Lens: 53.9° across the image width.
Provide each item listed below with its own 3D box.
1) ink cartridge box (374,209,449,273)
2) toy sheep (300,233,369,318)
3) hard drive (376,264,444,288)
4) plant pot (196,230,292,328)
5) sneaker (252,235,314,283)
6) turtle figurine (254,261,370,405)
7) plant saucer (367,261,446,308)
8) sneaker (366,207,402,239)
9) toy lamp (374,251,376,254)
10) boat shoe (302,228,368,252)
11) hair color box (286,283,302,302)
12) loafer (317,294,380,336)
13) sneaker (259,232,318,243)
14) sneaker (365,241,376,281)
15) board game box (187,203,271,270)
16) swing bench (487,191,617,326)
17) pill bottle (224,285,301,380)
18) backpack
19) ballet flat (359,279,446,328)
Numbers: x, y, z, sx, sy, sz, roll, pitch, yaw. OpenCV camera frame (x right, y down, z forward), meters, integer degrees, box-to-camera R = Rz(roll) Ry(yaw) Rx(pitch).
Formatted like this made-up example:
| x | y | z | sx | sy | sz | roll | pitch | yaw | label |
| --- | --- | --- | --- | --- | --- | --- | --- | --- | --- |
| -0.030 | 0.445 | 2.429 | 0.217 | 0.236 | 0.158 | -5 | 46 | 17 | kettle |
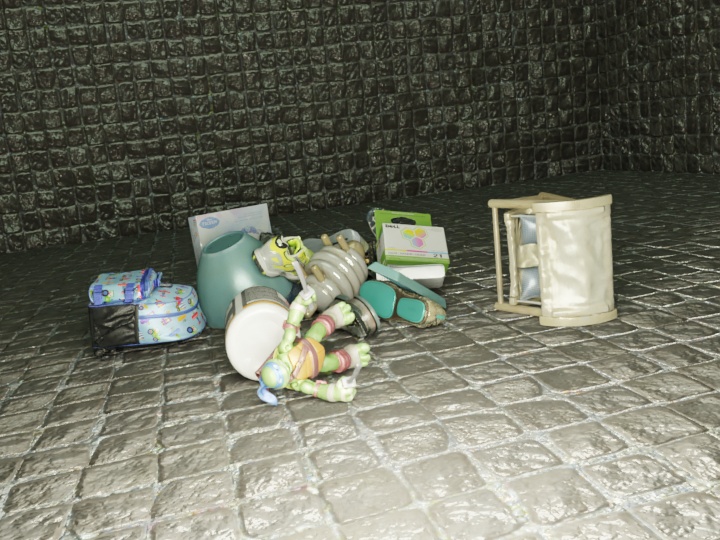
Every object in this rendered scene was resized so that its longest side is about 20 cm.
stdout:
| x | y | z | sx | sy | sz | roll | pitch | yaw | label |
| --- | --- | --- | --- | --- | --- | --- | --- | --- | --- |
| 0.109 | -0.077 | 1.577 | 0.144 | 0.076 | 0.204 | 3 | 53 | -10 | ink cartridge box |
| -0.056 | 0.016 | 1.388 | 0.136 | 0.139 | 0.201 | 6 | 45 | 48 | toy sheep |
| 0.102 | 0.016 | 1.426 | 0.128 | 0.027 | 0.200 | -4 | -7 | 5 | hard drive |
| -0.251 | 0.002 | 1.429 | 0.195 | 0.137 | 0.201 | -16 | 25 | 8 | plant pot |
| -0.130 | -0.026 | 1.402 | 0.076 | 0.076 | 0.199 | -36 | -14 | 20 | sneaker |
| -0.038 | 0.098 | 0.963 | 0.143 | 0.203 | 0.193 | 34 | 21 | 16 | turtle figurine |
| 0.089 | 0.027 | 1.273 | 0.069 | 0.019 | 0.199 | 24 | -3 | 36 | plant saucer |
| 0.079 | -0.071 | 1.740 | 0.078 | 0.199 | 0.086 | -54 | 19 | -20 | sneaker |
| 0.078 | -0.014 | 1.689 | 0.057 | 0.060 | 0.199 | -12 | 12 | -28 | toy lamp |
| -0.072 | -0.033 | 1.528 | 0.197 | 0.074 | 0.062 | -14 | -32 | 36 | boat shoe |
| -0.144 | 0.024 | 1.607 | 0.098 | 0.062 | 0.198 | 3 | 15 | 40 | hair color box |
| -0.022 | 0.087 | 1.240 | 0.062 | 0.073 | 0.199 | -30 | 10 | -15 | loafer |
| -0.189 | -0.054 | 1.636 | 0.197 | 0.092 | 0.076 | -23 | -10 | -24 | sneaker |
| 0.000 | 0.000 | 1.519 | 0.073 | 0.109 | 0.200 | -5 | 11 | 3 | sneaker |
| -0.290 | -0.041 | 1.647 | 0.197 | 0.204 | 0.043 | -15 | 10 | -41 | board game box |
| 0.323 | -0.023 | 1.202 | 0.127 | 0.204 | 0.199 | -10 | 11 | -19 | swing bench |
| -0.159 | 0.090 | 1.124 | 0.113 | 0.120 | 0.200 | -8 | 11 | -9 | pill bottle |
| -0.391 | 0.072 | 1.320 | 0.195 | 0.138 | 0.183 | -5 | 11 | -6 | backpack |
| 0.080 | 0.066 | 1.290 | 0.074 | 0.070 | 0.198 | 13 | 2 | -39 | ballet flat |
